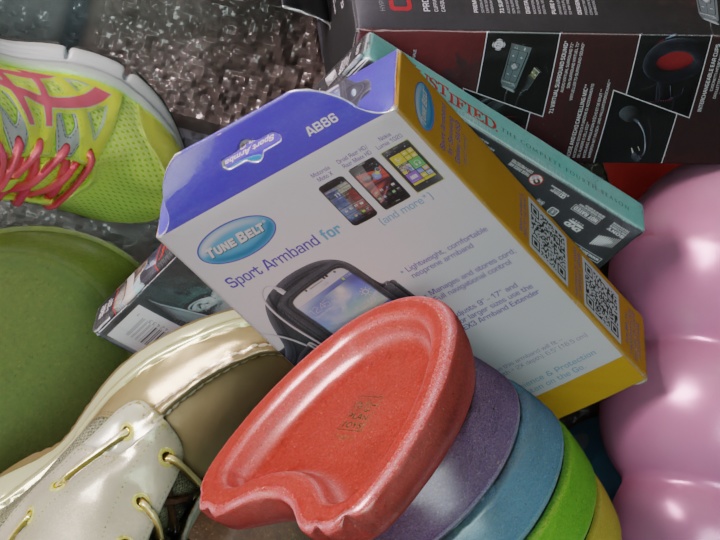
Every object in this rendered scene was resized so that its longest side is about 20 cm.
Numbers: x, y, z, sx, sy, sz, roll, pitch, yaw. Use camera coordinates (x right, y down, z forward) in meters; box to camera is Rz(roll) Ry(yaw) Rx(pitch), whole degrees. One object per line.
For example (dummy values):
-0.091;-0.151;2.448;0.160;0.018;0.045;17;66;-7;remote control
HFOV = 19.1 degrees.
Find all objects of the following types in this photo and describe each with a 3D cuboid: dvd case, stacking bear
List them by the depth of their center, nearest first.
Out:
0.054;0.116;0.846;0.200;0.121;0.114;47;66;-24;stacking bear
0.000;0.000;0.900;0.146;0.022;0.200;29;129;-23;dvd case

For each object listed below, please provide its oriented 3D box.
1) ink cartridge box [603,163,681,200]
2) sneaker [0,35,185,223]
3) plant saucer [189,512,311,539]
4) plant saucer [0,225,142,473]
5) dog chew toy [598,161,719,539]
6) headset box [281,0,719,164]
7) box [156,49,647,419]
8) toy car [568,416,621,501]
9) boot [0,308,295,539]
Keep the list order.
0.213;-0.010;1.012;0.159;0.047;0.201;-21;106;-4;ink cartridge box
-0.159;-0.054;0.900;0.199;0.091;0.078;23;130;-31;sneaker
-0.013;0.165;0.971;0.037;0.200;0.202;-14;109;-51;plant saucer
-0.166;0.070;0.941;0.199;0.031;0.201;-17;120;-32;plant saucer
0.159;0.053;0.923;0.124;0.125;0.201;16;76;-12;dog chew toy
0.063;-0.121;0.909;0.199;0.149;0.075;1;136;-9;headset box
0.013;-0.003;0.855;0.119;0.042;0.200;-26;125;27;box
0.132;0.198;0.964;0.177;0.200;0.185;-40;105;1;toy car
-0.084;0.118;0.872;0.200;0.155;0.072;-37;129;6;boot
